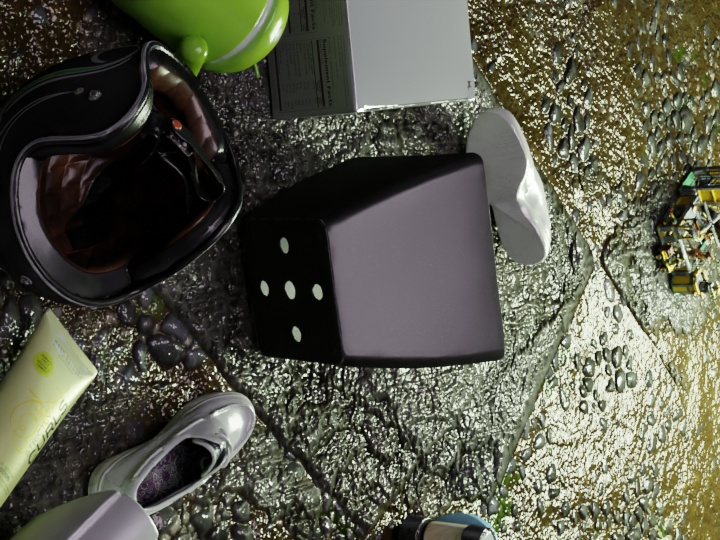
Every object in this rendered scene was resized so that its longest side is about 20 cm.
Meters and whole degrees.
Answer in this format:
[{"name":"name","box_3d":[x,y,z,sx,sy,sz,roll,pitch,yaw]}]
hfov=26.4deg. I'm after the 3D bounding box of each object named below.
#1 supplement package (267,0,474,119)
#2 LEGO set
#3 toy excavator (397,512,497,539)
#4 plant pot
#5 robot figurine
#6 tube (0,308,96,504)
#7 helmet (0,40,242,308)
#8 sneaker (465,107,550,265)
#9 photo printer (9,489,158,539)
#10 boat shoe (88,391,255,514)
[{"name":"supplement package","box_3d":[0.010,-0.238,1.540,0.199,0.110,0.157,-13,100,-50]},{"name":"LEGO set","box_3d":[0.503,-0.058,2.132,0.200,0.115,0.155,-39,119,-43]},{"name":"toy excavator","box_3d":[0.124,0.367,1.698,0.200,0.099,0.196,15,79,-58]},{"name":"plant pot","box_3d":[0.000,0.000,1.475,0.177,0.199,0.202,-13,100,-39]},{"name":"robot figurine","box_3d":[-0.143,-0.251,1.348,0.200,0.115,0.177,34,62,-45]},{"name":"tube","box_3d":[-0.279,0.128,1.225,0.201,0.052,0.058,-61,175,-37]},{"name":"helmet","box_3d":[-0.209,-0.072,1.212,0.201,0.190,0.200,57,15,-23]},{"name":"sneaker","box_3d":[0.178,-0.110,1.788,0.089,0.075,0.201,-59,138,-49]},{"name":"photo printer","box_3d":[-0.263,0.261,1.165,0.070,0.166,0.200,53,50,-11]},{"name":"boat shoe","box_3d":[-0.152,0.163,1.371,0.199,0.068,0.073,-20,105,-49]}]
